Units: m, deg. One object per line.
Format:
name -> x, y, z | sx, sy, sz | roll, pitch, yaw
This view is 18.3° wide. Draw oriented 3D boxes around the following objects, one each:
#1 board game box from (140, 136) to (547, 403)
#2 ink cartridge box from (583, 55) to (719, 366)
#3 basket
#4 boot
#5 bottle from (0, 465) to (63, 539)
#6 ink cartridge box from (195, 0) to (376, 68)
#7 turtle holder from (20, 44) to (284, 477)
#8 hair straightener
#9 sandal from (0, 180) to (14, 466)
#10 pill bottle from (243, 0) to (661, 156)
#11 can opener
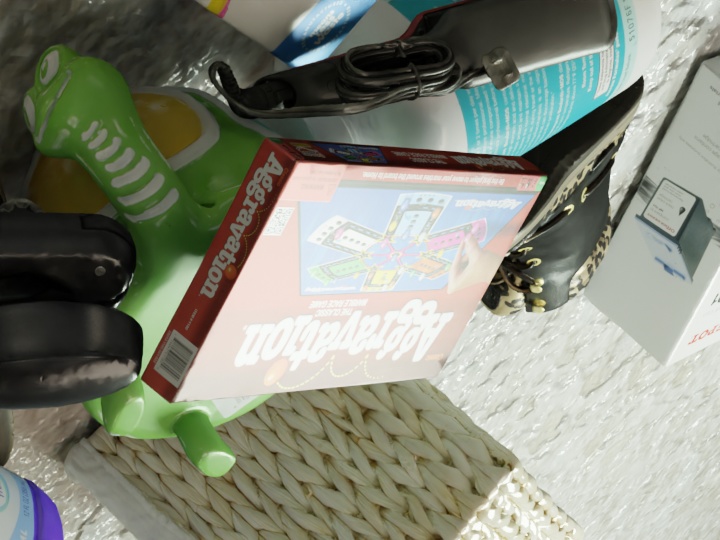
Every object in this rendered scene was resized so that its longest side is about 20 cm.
board game box -> 0.000, 0.000, 0.871 | 0.200, 0.019, 0.103 | -2, 125, -59
ink cartridge box -> 0.252, -0.051, 1.480 | 0.146, 0.086, 0.201 | -22, 143, -45
basket -> -0.011, 0.126, 1.170 | 0.161, 0.200, 0.198 | -48, 155, -3
boot -> 0.080, -0.022, 1.259 | 0.200, 0.073, 0.151 | -44, 156, -22
bottle -> -0.205, 0.093, 0.892 | 0.065, 0.084, 0.200 | -22, 141, 30
ink cartridge box -> -0.042, -0.161, 0.845 | 0.116, 0.067, 0.200 | -49, 156, 7
turtle holder -> -0.086, -0.009, 0.917 | 0.141, 0.132, 0.185 | -50, 150, 21
hair straightener -> 0.029, -0.091, 0.906 | 0.199, 0.077, 0.041 | -12, 99, -33
sandal -> -0.171, 0.018, 0.916 | 0.054, 0.082, 0.201 | -9, 148, -22
pill bottle -> 0.037, -0.095, 1.024 | 0.199, 0.111, 0.111 | -32, 152, -31
can opener -> -0.176, 0.005, 0.800 | 0.198, 0.079, 0.064 | 3, 115, -12
